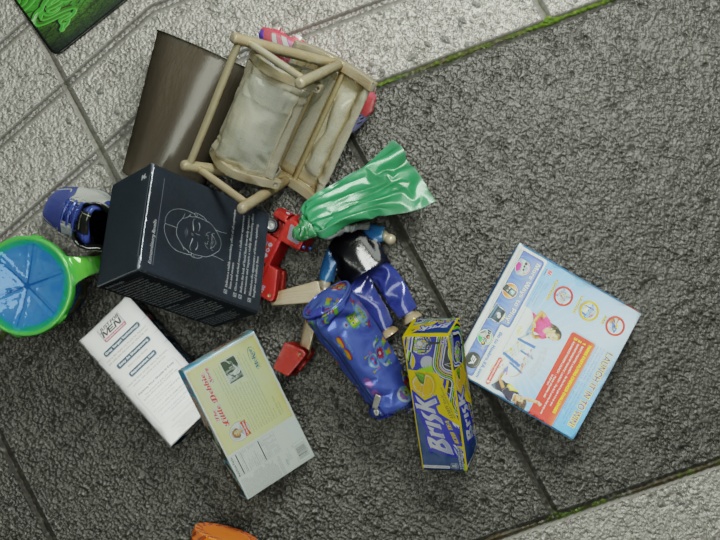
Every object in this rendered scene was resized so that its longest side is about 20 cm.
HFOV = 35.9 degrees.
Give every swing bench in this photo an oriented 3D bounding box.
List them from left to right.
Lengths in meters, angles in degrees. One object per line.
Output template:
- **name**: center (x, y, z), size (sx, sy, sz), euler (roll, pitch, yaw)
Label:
- **swing bench**: center (-0.107, -0.197, 1.497), size (0.129, 0.199, 0.201), euler (36, 113, 22)

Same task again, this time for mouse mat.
- **mouse mat**: center (-0.419, -0.439, 1.641), size (0.199, 0.008, 0.162), euler (-38, 86, 3)

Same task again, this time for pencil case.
- **pencil case**: center (0.000, 0.115, 1.528), size (0.077, 0.087, 0.201), euler (-23, 107, 34)

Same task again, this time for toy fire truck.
- **toy fire truck**: center (-0.102, 0.030, 1.569), size (0.140, 0.049, 0.202), euler (29, 96, 14)

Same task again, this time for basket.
- **basket**: center (-0.245, -0.209, 1.560), size (0.179, 0.136, 0.203), euler (24, 95, 22)

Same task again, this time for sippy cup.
- **sippy cup**: center (-0.449, 0.022, 1.566), size (0.175, 0.130, 0.142), euler (17, 90, 5)

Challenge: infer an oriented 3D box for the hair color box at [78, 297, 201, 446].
- **hair color box**: center (-0.295, 0.142, 1.585), size (0.100, 0.061, 0.200), euler (-42, 86, -2)

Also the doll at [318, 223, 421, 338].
- **doll**: center (0.000, 0.000, 1.575), size (0.135, 0.048, 0.202), euler (-32, 86, 9)

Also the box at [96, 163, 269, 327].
- **box**: center (-0.235, -0.029, 1.495), size (0.106, 0.198, 0.151), euler (-17, 59, 44)

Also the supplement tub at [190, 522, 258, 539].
- **supplement tub**: center (-0.210, 0.462, 1.540), size (0.121, 0.123, 0.203), euler (16, 89, 4)

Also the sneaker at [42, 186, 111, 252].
- **sneaker**: center (-0.374, -0.073, 1.553), size (0.197, 0.115, 0.082), euler (23, 89, 24)

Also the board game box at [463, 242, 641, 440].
- **board game box**: center (0.256, 0.098, 1.550), size (0.194, 0.056, 0.202), euler (30, 91, 4)

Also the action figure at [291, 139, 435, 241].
- **action figure**: center (-0.009, -0.093, 1.546), size (0.198, 0.055, 0.119), euler (-26, 61, -16)

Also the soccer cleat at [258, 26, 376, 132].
- **soccer cleat**: center (-0.069, -0.275, 1.583), size (0.198, 0.067, 0.077), euler (32, 95, 2)

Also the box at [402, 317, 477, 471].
- **box**: center (0.110, 0.169, 1.514), size (0.069, 0.064, 0.203), euler (-2, 111, 22)

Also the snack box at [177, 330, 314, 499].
- **snack box**: center (-0.158, 0.200, 1.546), size (0.115, 0.037, 0.202), euler (-29, 99, -22)
